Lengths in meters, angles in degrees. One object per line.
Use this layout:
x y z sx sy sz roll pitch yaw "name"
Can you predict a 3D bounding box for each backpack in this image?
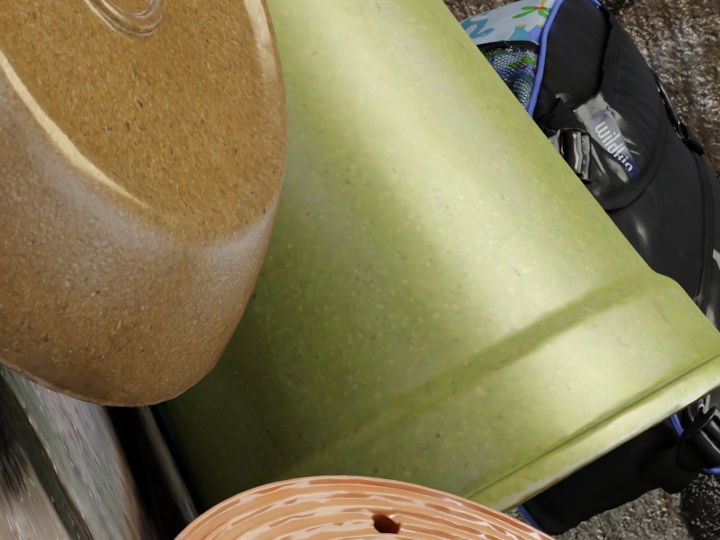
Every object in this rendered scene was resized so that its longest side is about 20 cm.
0.067 -0.011 1.122 0.183 0.147 0.200 59 24 -24 "backpack"

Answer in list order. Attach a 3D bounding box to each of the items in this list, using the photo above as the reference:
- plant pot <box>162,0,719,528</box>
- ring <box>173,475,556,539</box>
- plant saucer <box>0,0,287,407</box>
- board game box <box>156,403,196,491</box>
0.000 0.000 0.892 0.185 0.200 0.200 61 0 7 "plant pot"
0.031 0.131 0.702 0.200 0.019 0.201 22 32 -14 "ring"
-0.071 -0.068 0.641 0.200 0.035 0.201 45 31 -38 "plant saucer"
-0.021 0.061 1.089 0.151 0.047 0.200 66 14 -7 "board game box"
